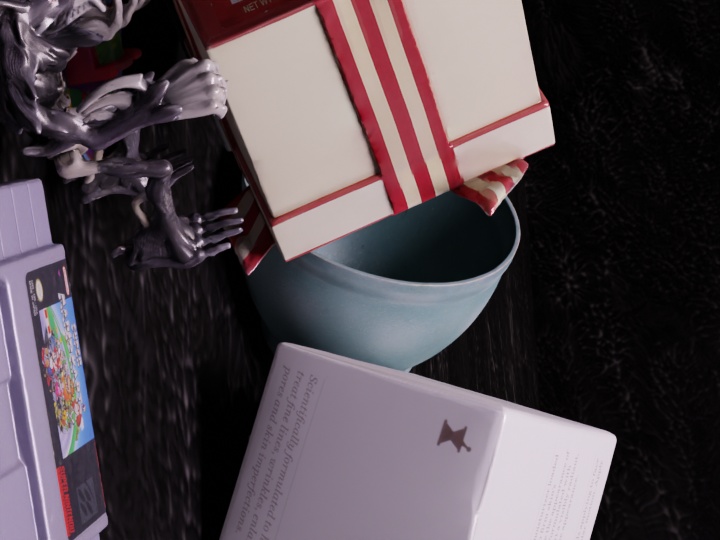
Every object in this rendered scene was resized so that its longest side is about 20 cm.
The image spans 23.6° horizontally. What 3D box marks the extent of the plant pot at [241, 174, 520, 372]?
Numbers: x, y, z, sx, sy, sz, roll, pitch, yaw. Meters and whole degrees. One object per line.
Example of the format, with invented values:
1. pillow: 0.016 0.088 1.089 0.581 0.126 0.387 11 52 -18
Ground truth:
1. plant pot: 0.000 0.000 1.232 0.201 0.199 0.135 -81 -173 -55

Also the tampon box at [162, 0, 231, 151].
1. tampon box: -0.055 -0.204 1.035 0.200 0.149 0.126 71 -4 -50

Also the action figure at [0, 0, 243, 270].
1. action figure: -0.120 -0.086 0.793 0.119 0.102 0.200 57 -2 34

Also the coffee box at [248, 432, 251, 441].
1. coffee box: -0.034 0.191 1.248 0.123 0.044 0.201 -59 141 -72

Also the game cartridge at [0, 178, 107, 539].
1. game cartridge: -0.153 0.063 0.748 0.130 0.038 0.201 -30 113 -74

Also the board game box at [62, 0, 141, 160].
1. board game box: -0.143 -0.155 0.905 0.200 0.039 0.159 62 23 -61

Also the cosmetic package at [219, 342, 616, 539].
1. cosmetic package: 0.038 0.153 1.095 0.200 0.165 0.166 21 85 -60

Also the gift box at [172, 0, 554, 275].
1. gift box: -0.011 -0.118 0.902 0.187 0.184 0.200 70 0 -52
